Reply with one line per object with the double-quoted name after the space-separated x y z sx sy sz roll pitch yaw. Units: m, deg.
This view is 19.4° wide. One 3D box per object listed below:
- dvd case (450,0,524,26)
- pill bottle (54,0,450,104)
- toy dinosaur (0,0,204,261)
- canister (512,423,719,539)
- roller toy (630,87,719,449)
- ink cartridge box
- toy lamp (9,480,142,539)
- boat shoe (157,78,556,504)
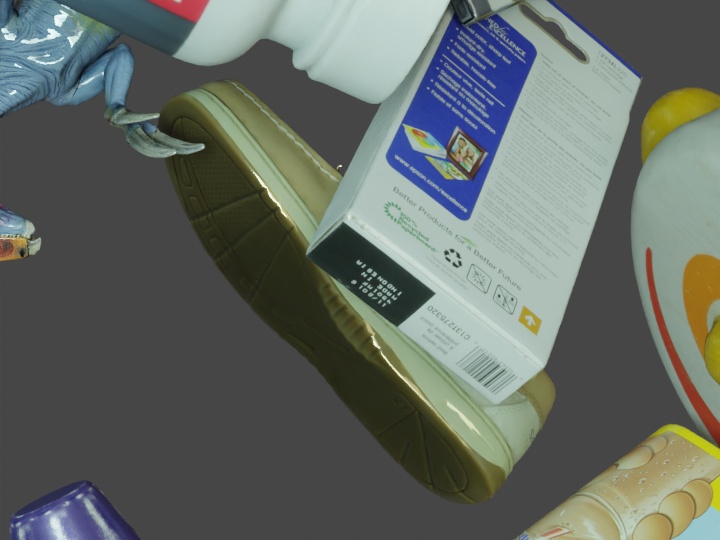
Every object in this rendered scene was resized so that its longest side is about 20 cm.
0.090 -0.205 0.885 0.200 0.016 0.149 -27 93 -27 "dvd case"
-0.064 -0.137 0.693 0.200 0.120 0.120 24 79 -11 "pill bottle"
-0.103 -0.089 0.817 0.181 0.200 0.105 -40 105 21 "toy dinosaur"
0.091 0.161 0.813 0.200 0.148 0.087 -34 130 -19 "canister"
0.196 0.008 0.834 0.140 0.182 0.200 -24 93 -16 "roller toy"
0.051 -0.044 0.839 0.095 0.037 0.200 38 43 -11 "ink cartridge box"
-0.077 0.177 0.806 0.058 0.058 0.200 -24 95 -17 "toy lamp"
0.000 0.000 0.840 0.066 0.074 0.200 -42 99 -30 "boat shoe"
